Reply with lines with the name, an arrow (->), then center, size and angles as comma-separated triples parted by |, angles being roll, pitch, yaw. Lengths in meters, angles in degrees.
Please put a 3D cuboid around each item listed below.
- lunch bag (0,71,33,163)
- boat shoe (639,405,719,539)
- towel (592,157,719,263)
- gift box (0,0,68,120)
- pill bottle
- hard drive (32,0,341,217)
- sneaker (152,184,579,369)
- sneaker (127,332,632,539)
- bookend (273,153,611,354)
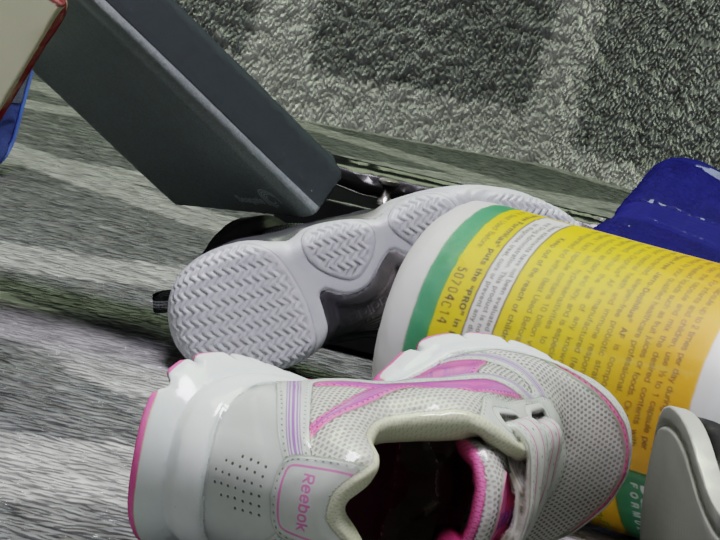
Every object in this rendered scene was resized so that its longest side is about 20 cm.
lunch bag -> -0.318, -0.148, 1.972 | 0.132, 0.136, 0.200 | 18, 8, 43
boat shoe -> 0.130, 0.091, 0.906 | 0.060, 0.074, 0.200 | 2, 10, -8
towel -> 0.166, 0.018, 1.306 | 0.147, 0.050, 0.200 | 22, 26, 17
gift box -> -0.210, -0.054, 1.086 | 0.200, 0.187, 0.185 | 32, 3, -3
pill bottle -> 0.115, 0.048, 1.141 | 0.200, 0.113, 0.113 | 16, 6, 26
hard drive -> -0.112, -0.101, 1.338 | 0.200, 0.033, 0.139 | 44, -18, -27
sneaker -> 0.000, 0.000, 1.368 | 0.200, 0.076, 0.114 | -9, 8, -14
sneaker -> 0.025, 0.070, 0.933 | 0.200, 0.082, 0.088 | -4, 17, -45
bookend -> 0.031, 0.003, 1.493 | 0.200, 0.092, 0.199 | 13, 6, 10
